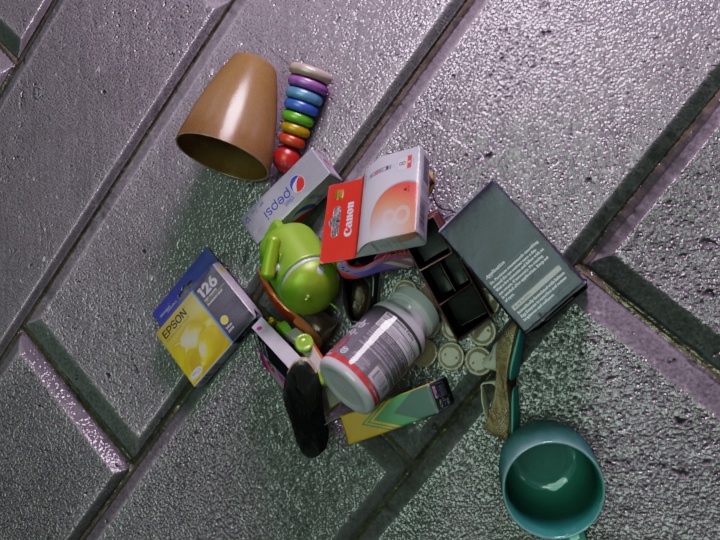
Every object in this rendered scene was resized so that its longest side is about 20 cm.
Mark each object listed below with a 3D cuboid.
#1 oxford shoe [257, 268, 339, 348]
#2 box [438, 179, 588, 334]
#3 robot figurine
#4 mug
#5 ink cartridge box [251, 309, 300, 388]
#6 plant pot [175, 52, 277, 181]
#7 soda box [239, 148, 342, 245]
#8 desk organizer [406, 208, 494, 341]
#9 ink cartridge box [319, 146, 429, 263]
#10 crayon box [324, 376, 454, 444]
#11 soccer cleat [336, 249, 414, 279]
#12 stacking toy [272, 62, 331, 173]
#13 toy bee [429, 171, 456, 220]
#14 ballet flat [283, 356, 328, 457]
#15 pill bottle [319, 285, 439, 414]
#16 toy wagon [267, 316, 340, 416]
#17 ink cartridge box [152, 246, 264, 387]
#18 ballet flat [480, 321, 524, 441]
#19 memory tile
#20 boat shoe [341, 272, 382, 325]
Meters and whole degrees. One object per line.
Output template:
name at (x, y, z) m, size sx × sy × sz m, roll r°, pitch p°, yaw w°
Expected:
oxford shoe at (-0.120, 0.059, 1.181) m, size 0.073 × 0.072 × 0.200 m, roll -39°, pitch 70°, yaw -15°
box at (0.243, -0.016, 0.970) m, size 0.117 × 0.196 × 0.201 m, roll -42°, pitch 73°, yaw 13°
robot figurine at (-0.109, -0.004, 1.114) m, size 0.116 × 0.174 × 0.201 m, roll -53°, pitch 48°, yaw 21°
mug at (0.288, 0.328, 0.964) m, size 0.149 × 0.114 × 0.189 m, roll 8°, pitch 101°, yaw 7°
ink cartridge box at (-0.149, 0.157, 1.121) m, size 0.037 × 0.096 × 0.200 m, roll -26°, pitch 38°, yaw -22°
plant pot at (-0.234, -0.305, 1.193) m, size 0.183 × 0.186 × 0.204 m, roll 11°, pitch 77°, yaw 21°
soda box at (-0.133, -0.134, 1.190) m, size 0.200 × 0.063 × 0.069 m, roll -43°, pitch 72°, yaw 12°
desk organizer at (0.142, 0.008, 1.023) m, size 0.071 × 0.077 × 0.202 m, roll -28°, pitch 93°, yaw 15°
ink cartridge box at (0.015, -0.106, 1.016) m, size 0.197 × 0.050 × 0.165 m, roll -9°, pitch 60°, yaw 25°
crayon box at (0.052, 0.243, 1.061) m, size 0.197 × 0.127 × 0.052 m, roll -24°, pitch 78°, yaw 18°
soccer cleat at (0.053, -0.035, 1.078) m, size 0.196 × 0.077 × 0.068 m, roll -17°, pitch 78°, yaw -9°
stacking toy at (-0.119, -0.286, 1.193) m, size 0.084 × 0.085 × 0.204 m, roll 19°, pitch 98°, yaw 20°
toy bee at (0.088, -0.152, 1.087) m, size 0.196 × 0.110 × 0.132 m, roll 1°, pitch 41°, yaw 4°
ballet flat at (-0.090, 0.226, 1.045) m, size 0.065 × 0.057 × 0.203 m, roll 2°, pitch 119°, yaw 10°
pill bottle at (0.035, 0.125, 1.023) m, size 0.115 × 0.117 × 0.200 m, roll 36°, pitch 62°, yaw 18°
toy wagon at (-0.102, 0.163, 1.120) m, size 0.039 × 0.156 × 0.202 m, roll -26°, pitch 72°, yaw -24°
ink cartridge box at (-0.322, 0.091, 1.256) m, size 0.200 × 0.047 × 0.198 m, roll 46°, pitch 103°, yaw 15°
ballet flat at (0.230, 0.177, 1.022) m, size 0.064 × 0.070 × 0.204 m, roll 6°, pitch 93°, yaw 29°
memory tile at (0.143, 0.097, 1.095) m, size 0.196 × 0.017 × 0.157 m, roll 6°, pitch 88°, yaw 22°
boat shoe at (0.000, 0.000, 1.130) m, size 0.070 × 0.067 × 0.204 m, roll -2°, pitch 84°, yaw 23°
